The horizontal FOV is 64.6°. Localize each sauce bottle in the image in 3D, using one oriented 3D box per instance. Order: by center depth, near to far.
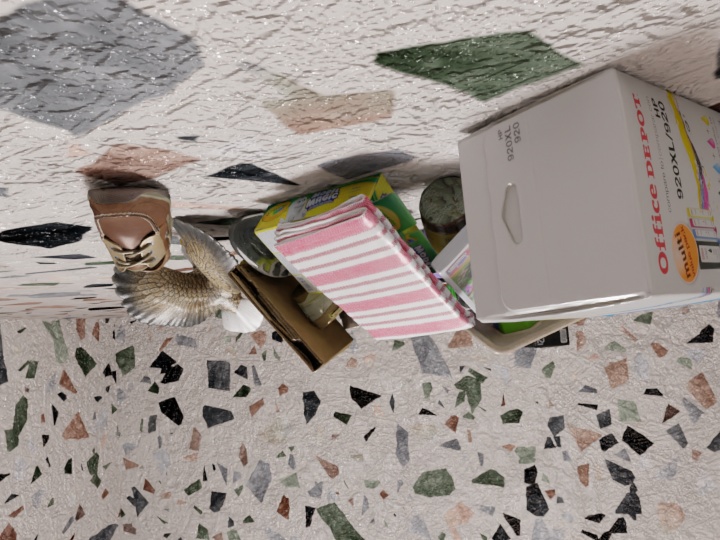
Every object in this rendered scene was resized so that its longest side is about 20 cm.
[{"bbox_3d":[0.115,-0.020,0.660,0.063,0.066,0.202,-6,145,16],"label":"sauce bottle"}]

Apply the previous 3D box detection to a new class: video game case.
[{"bbox_3d":[0.161,-0.022,0.631,0.143,0.018,0.199,-47,149,4],"label":"video game case"}]

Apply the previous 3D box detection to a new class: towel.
[{"bbox_3d":[0.015,0.007,0.597,0.144,0.030,0.200,-11,135,44],"label":"towel"}]

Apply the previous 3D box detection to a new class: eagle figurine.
[{"bbox_3d":[-0.220,0.008,0.792,0.147,0.157,0.199,15,-175,16],"label":"eagle figurine"}]

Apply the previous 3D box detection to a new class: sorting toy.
[{"bbox_3d":[0.228,0.043,0.758,0.194,0.038,0.185,-19,-170,-4],"label":"sorting toy"}]

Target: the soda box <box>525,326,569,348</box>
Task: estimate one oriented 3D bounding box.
[{"bbox_3d":[0.292,0.022,0.937,0.061,0.207,0.071,-3,175,-2],"label":"soda box"}]

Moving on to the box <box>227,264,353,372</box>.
[{"bbox_3d":[-0.085,0.055,0.777,0.021,0.164,0.200,-43,174,7],"label":"box"}]

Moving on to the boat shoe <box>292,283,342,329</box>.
[{"bbox_3d":[0.000,0.000,0.771,0.198,0.067,0.074,-37,-162,-14],"label":"boat shoe"}]

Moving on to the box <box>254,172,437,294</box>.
[{"bbox_3d":[-0.011,-0.036,0.624,0.196,0.049,0.118,-6,136,40],"label":"box"}]

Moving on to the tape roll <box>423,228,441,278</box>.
[{"bbox_3d":[0.189,-0.042,0.817,0.193,0.088,0.200,-4,174,0],"label":"tape roll"}]

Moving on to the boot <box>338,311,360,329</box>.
[{"bbox_3d":[-0.023,0.012,0.860,0.194,0.152,0.070,-6,175,20],"label":"boot"}]

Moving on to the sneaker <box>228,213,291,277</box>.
[{"bbox_3d":[-0.114,-0.028,0.764,0.083,0.077,0.198,8,174,32],"label":"sneaker"}]

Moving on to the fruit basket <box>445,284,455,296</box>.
[{"bbox_3d":[0.081,0.014,1.076,0.208,0.161,0.216,-7,-168,2],"label":"fruit basket"}]

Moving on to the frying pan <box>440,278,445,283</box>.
[{"bbox_3d":[0.175,-0.023,0.963,0.183,0.031,0.117,4,132,3],"label":"frying pan"}]

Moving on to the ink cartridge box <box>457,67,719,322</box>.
[{"bbox_3d":[0.198,-0.043,0.454,0.195,0.152,0.143,0,170,-37],"label":"ink cartridge box"}]

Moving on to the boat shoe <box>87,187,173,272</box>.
[{"bbox_3d":[-0.225,-0.036,0.583,0.073,0.074,0.200,-4,175,-8],"label":"boat shoe"}]
